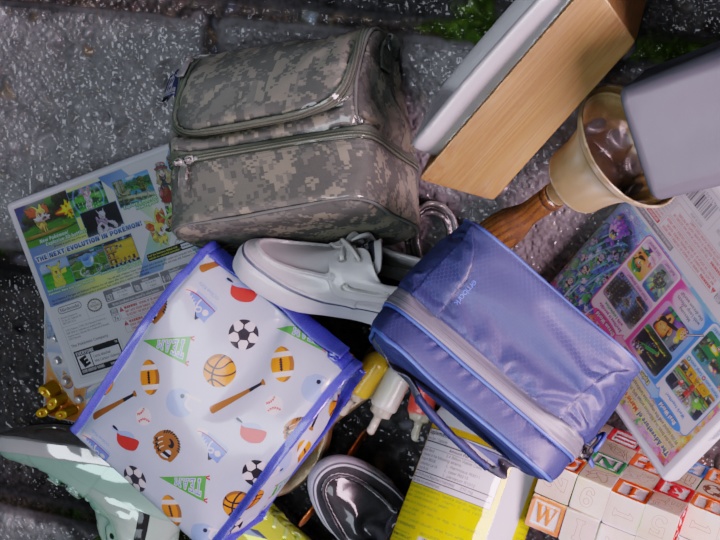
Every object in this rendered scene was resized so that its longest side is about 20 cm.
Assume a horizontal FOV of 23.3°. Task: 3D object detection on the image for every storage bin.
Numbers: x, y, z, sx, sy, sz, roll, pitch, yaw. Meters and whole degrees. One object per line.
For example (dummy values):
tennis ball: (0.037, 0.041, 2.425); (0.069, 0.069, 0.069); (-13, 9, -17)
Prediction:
storage bin: (0.262, -0.125, 1.237); (0.134, 0.200, 0.146); (-17, 96, 17)

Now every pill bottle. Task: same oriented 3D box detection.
pill bottle: (0.095, 0.176, 1.428); (0.104, 0.104, 0.200); (19, 83, 18)

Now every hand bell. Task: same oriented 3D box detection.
hand bell: (0.148, -0.056, 1.388); (0.200, 0.104, 0.104); (-34, 89, 46)

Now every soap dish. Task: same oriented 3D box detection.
soap dish: (0.133, -0.156, 1.328); (0.081, 0.157, 0.200); (38, 116, -6)

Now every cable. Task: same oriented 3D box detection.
cable: (0.055, 0.046, 1.456); (0.097, 0.050, 0.200); (19, 101, 1)

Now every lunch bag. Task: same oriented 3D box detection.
lunch bag: (-0.058, -0.107, 1.434); (0.200, 0.139, 0.168); (-8, 73, 24)
lunch bag: (0.106, 0.074, 1.309); (0.200, 0.136, 0.132); (41, 87, 5)
lunch bag: (-0.109, 0.099, 1.435); (0.170, 0.124, 0.200); (38, 114, 10)

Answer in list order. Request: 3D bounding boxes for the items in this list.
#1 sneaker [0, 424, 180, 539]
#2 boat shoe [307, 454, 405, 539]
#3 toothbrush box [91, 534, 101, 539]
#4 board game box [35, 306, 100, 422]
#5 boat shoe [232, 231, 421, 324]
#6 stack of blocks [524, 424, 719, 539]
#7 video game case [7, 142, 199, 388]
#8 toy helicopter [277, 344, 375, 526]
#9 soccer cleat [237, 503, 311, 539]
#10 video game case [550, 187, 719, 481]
sneaker: (-0.257, 0.214, 1.634); (0.200, 0.074, 0.118); (10, 101, 18)
boat shoe: (0.028, 0.243, 1.492); (0.070, 0.066, 0.200); (-35, 107, -2)
toothbrush box: (-0.224, 0.361, 1.623); (0.200, 0.146, 0.086); (42, 115, 8)
board game box: (-0.209, 0.061, 1.603); (0.200, 0.026, 0.200); (10, 108, 21)
boat shoe: (0.000, 0.000, 1.399); (0.200, 0.074, 0.065); (13, 124, -13)
stack of blocks: (0.245, 0.195, 1.390); (0.200, 0.115, 0.059); (21, 111, 17)
video game case: (-0.204, -0.004, 1.558); (0.200, 0.022, 0.183); (-17, 95, 27)
toy helicopter: (-0.032, 0.132, 1.521); (0.200, 0.079, 0.132); (-34, 82, 15)
soccer cleat: (-0.067, 0.247, 1.564); (0.084, 0.065, 0.200); (-33, 96, 44)
video game case: (0.244, 0.028, 1.344); (0.182, 0.024, 0.200); (-51, 50, 26)
